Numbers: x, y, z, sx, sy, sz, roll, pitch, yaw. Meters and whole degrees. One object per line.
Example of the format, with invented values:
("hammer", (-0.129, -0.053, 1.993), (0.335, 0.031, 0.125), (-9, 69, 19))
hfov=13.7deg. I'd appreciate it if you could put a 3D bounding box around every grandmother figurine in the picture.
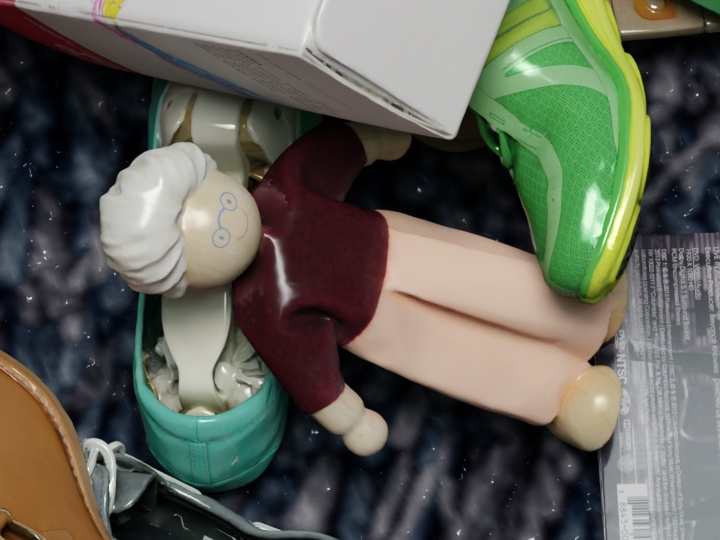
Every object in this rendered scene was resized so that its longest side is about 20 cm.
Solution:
("grandmother figurine", (0.000, 0.000, 1.037), (0.200, 0.061, 0.122), (16, 59, -28))

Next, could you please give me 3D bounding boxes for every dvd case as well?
("dvd case", (0.185, 0.055, 1.084), (0.199, 0.016, 0.149), (-2, 69, 1))

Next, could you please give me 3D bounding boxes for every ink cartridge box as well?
("ink cartridge box", (-0.034, -0.137, 1.031), (0.200, 0.086, 0.148), (16, 82, 44))

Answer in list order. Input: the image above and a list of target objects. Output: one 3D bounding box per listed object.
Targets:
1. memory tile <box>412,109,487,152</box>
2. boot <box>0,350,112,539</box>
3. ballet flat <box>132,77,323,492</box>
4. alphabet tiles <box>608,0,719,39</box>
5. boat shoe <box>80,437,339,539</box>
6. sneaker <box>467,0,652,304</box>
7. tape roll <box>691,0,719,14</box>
("memory tile", (0.021, -0.153, 1.153), (0.153, 0.017, 0.200), (-41, 75, -18))
("boot", (-0.136, 0.088, 0.939), (0.077, 0.155, 0.200), (-44, 80, 15))
("ballet flat", (-0.048, -0.021, 1.085), (0.067, 0.070, 0.201), (1, 70, 2))
("alphabet tiles", (0.050, -0.158, 1.136), (0.199, 0.008, 0.168), (-7, 68, -7))
("boat shoe", (-0.084, 0.081, 1.041), (0.200, 0.062, 0.073), (30, 36, 6))
("sneaker", (0.050, -0.075, 1.055), (0.083, 0.074, 0.200), (-9, 65, -10))
("tape roll", (0.164, -0.185, 1.121), (0.200, 0.048, 0.201), (8, 63, -15))
